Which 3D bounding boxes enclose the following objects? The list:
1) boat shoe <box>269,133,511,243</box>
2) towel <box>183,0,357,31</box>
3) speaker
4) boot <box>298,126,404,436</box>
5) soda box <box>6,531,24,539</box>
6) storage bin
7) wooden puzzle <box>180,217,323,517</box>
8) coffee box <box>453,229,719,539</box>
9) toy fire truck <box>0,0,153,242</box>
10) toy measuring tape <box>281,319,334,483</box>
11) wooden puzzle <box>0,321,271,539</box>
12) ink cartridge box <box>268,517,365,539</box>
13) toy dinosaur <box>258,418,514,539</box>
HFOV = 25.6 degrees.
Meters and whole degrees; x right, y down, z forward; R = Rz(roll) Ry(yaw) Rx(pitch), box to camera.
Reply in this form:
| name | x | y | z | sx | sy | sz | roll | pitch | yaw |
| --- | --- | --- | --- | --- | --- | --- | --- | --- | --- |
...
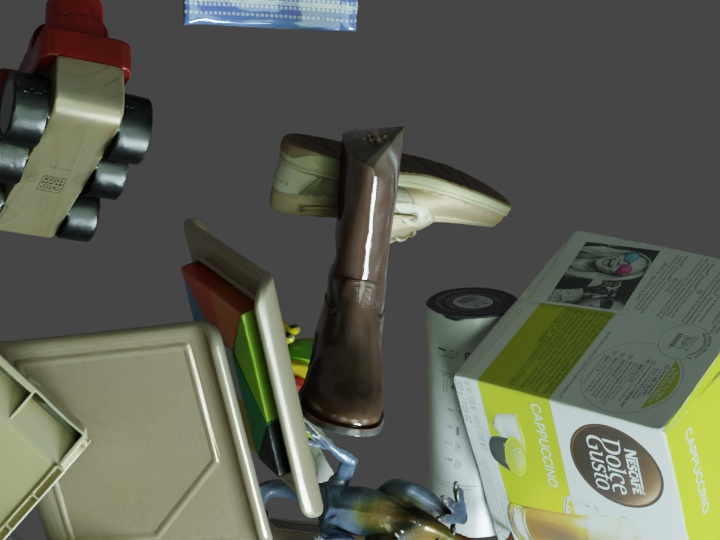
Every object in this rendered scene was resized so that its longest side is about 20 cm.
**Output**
| name | x | y | z | sx | sy | sz | roll | pitch | yaw |
| --- | --- | --- | --- | --- | --- | --- | --- | --- | --- |
| boat shoe | 0.024 | -0.058 | 1.278 | 0.198 | 0.071 | 0.065 | 12 | 105 | -15 |
| towel | -0.059 | -0.283 | 1.197 | 0.143 | 0.024 | 0.203 | -1 | 106 | -22 |
| speaker | 0.095 | 0.122 | 1.352 | 0.080 | 0.081 | 0.203 | -8 | 108 | -20 |
| boot | 0.000 | 0.000 | 1.159 | 0.063 | 0.187 | 0.202 | 8 | 109 | -9 |
| soda box | -0.250 | 0.268 | 1.180 | 0.064 | 0.200 | 0.068 | 42 | 87 | -24 |
| storage bin | -0.327 | 0.125 | 1.128 | 0.200 | 0.094 | 0.199 | 43 | 86 | -4 |
| wooden puzzle | -0.088 | 0.070 | 1.190 | 0.037 | 0.200 | 0.187 | -18 | 112 | -16 |
| coffee box | 0.225 | 0.119 | 1.289 | 0.200 | 0.196 | 0.201 | -45 | 131 | -35 |
| toy fire truck | -0.232 | -0.146 | 1.113 | 0.127 | 0.176 | 0.202 | 8 | 60 | -24 |
| toy measuring tape | -0.026 | 0.122 | 1.303 | 0.073 | 0.074 | 0.202 | -30 | 115 | -12 |
| wooden puzzle | -0.172 | 0.129 | 1.203 | 0.197 | 0.037 | 0.187 | -4 | 112 | 20 |
| ink cartridge box | -0.028 | 0.322 | 1.361 | 0.163 | 0.075 | 0.202 | 10 | 101 | -27 |
| toy dinosaur | -0.006 | 0.209 | 1.287 | 0.200 | 0.180 | 0.106 | 43 | 61 | -41 |
